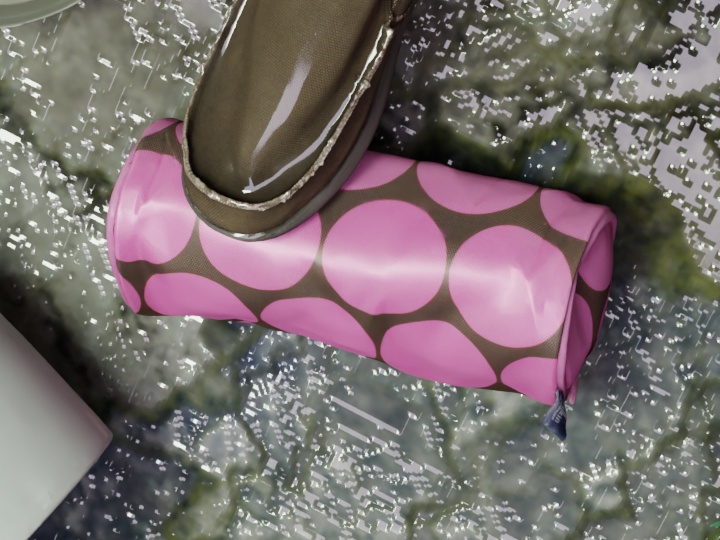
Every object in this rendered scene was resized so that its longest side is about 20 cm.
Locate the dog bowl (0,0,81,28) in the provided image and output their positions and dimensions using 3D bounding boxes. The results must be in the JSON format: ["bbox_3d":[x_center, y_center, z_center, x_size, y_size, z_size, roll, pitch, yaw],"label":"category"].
[{"bbox_3d":[-0.153,-0.200,1.085,0.199,0.059,0.201,4,107,12],"label":"dog bowl"}]

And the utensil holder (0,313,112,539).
[{"bbox_3d":[-0.225,0.054,1.121,0.200,0.170,0.170,44,111,-4],"label":"utensil holder"}]

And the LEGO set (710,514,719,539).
[{"bbox_3d":[0.193,0.187,1.064,0.116,0.154,0.201,-31,90,37],"label":"LEGO set"}]

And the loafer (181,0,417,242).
[{"bbox_3d":[-0.016,-0.108,1.039,0.073,0.071,0.201,25,88,16],"label":"loafer"}]

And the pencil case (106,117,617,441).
[{"bbox_3d":[0.000,0.000,1.096,0.199,0.091,0.094,15,153,11],"label":"pencil case"}]
